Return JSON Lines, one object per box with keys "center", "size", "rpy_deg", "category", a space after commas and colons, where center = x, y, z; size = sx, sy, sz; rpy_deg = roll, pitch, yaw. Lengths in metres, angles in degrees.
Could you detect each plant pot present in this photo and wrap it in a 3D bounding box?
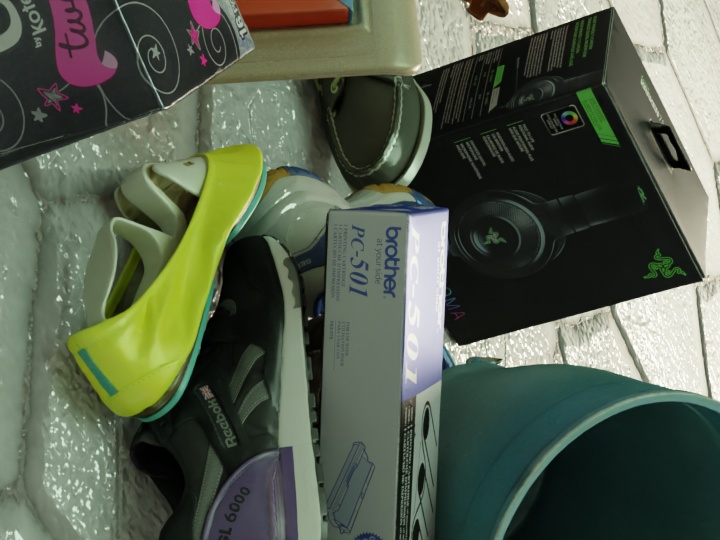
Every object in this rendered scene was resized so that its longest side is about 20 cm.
{"center": [0.105, 0.139, 1.022], "size": [0.199, 0.188, 0.201], "rpy_deg": [-8, 107, -27], "category": "plant pot"}

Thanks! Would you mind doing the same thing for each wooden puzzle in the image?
{"center": [-0.072, -0.183, 0.919], "size": [0.037, 0.199, 0.186], "rpy_deg": [113, -27, -67], "category": "wooden puzzle"}

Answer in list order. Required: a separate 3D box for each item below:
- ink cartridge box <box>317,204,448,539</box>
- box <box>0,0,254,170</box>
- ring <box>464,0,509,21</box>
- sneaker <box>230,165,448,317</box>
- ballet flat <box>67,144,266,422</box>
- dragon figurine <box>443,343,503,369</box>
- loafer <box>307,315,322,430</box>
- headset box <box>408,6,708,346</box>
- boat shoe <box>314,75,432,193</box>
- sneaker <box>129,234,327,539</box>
{"center": [0.011, 0.068, 0.901], "size": [0.094, 0.044, 0.201], "rpy_deg": [-15, 107, -75], "category": "ink cartridge box"}
{"center": [-0.154, -0.154, 0.772], "size": [0.201, 0.132, 0.115], "rpy_deg": [67, 25, -14], "category": "box"}
{"center": [0.012, -0.221, 1.151], "size": [0.200, 0.019, 0.200], "rpy_deg": [36, 2, -1], "category": "ring"}
{"center": [0.000, 0.000, 1.034], "size": [0.088, 0.075, 0.200], "rpy_deg": [53, 25, 23], "category": "sneaker"}
{"center": [-0.097, -0.014, 0.892], "size": [0.067, 0.067, 0.201], "rpy_deg": [41, 39, -22], "category": "ballet flat"}
{"center": [0.068, 0.112, 1.152], "size": [0.200, 0.059, 0.100], "rpy_deg": [58, 30, -33], "category": "dragon figurine"}
{"center": [-0.009, 0.074, 1.003], "size": [0.073, 0.071, 0.200], "rpy_deg": [67, 26, -14], "category": "loafer"}
{"center": [0.123, -0.060, 1.203], "size": [0.175, 0.199, 0.093], "rpy_deg": [58, 29, -31], "category": "headset box"}
{"center": [0.001, -0.131, 1.147], "size": [0.060, 0.072, 0.203], "rpy_deg": [48, 29, -43], "category": "boat shoe"}
{"center": [-0.069, 0.063, 0.874], "size": [0.076, 0.087, 0.201], "rpy_deg": [103, -16, -50], "category": "sneaker"}
